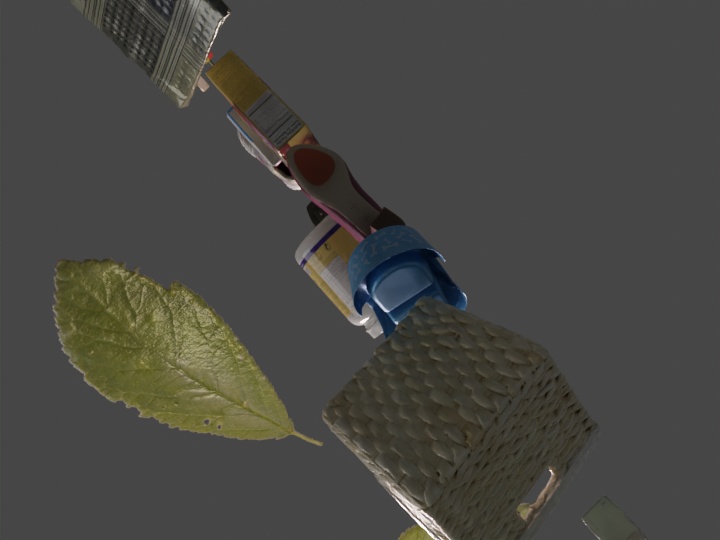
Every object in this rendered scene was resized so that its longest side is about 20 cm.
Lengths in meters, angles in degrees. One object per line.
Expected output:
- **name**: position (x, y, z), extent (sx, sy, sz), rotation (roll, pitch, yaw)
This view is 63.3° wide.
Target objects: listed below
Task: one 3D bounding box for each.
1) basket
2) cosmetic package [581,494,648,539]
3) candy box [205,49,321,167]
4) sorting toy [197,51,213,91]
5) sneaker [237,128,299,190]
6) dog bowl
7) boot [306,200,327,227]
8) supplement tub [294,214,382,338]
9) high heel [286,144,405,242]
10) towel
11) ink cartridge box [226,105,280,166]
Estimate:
- **basket**: position (0.099, 0.160, 0.611), extent (0.199, 0.198, 0.161), rotation (24, 157, 54)
- **cosmetic package**: position (0.548, 0.564, 1.188), extent (0.200, 0.073, 0.104), rotation (47, 180, -23)
- **candy box**: position (-0.129, -0.216, 0.844), extent (0.200, 0.056, 0.117), rotation (49, 180, 27)
- **sorting toy**: position (-0.383, -0.484, 1.149), extent (0.200, 0.069, 0.199), rotation (47, 179, 28)
- **sneaker**: position (-0.187, -0.262, 1.279), extent (0.199, 0.082, 0.088), rotation (40, 179, -10)
- **dog bowl**: position (0.053, 0.021, 0.680), extent (0.200, 0.110, 0.050), rotation (49, -169, -52)
- **boot**: position (-0.114, -0.167, 2.069), extent (0.201, 0.077, 0.138), rotation (49, -176, -11)
- **supplement tub**: position (0.000, 0.000, 1.005), extent (0.200, 0.145, 0.145), rotation (47, 179, 2)
- **high heel**: position (-0.018, -0.079, 0.746), extent (0.200, 0.067, 0.096), rotation (44, 168, 19)
- **towel**: position (-0.238, -0.299, 0.644), extent (0.192, 0.035, 0.199), rotation (44, 148, -12)
- **ink cartridge box**: position (-0.178, -0.256, 1.047), extent (0.116, 0.068, 0.200), rotation (48, 179, -18)
